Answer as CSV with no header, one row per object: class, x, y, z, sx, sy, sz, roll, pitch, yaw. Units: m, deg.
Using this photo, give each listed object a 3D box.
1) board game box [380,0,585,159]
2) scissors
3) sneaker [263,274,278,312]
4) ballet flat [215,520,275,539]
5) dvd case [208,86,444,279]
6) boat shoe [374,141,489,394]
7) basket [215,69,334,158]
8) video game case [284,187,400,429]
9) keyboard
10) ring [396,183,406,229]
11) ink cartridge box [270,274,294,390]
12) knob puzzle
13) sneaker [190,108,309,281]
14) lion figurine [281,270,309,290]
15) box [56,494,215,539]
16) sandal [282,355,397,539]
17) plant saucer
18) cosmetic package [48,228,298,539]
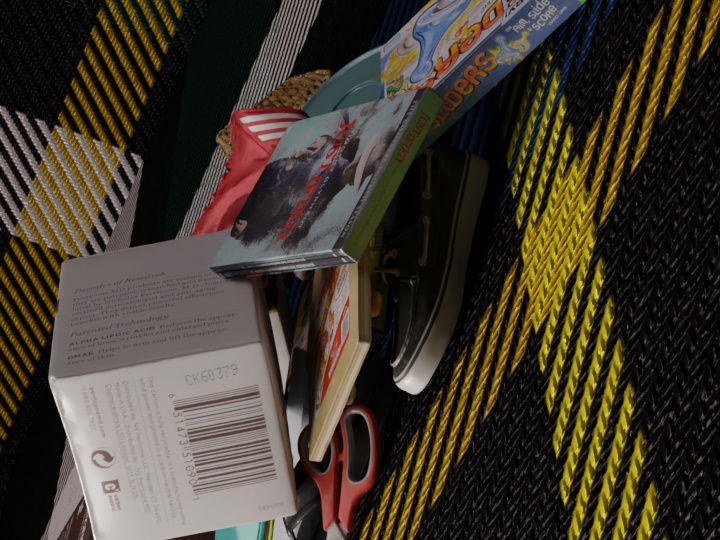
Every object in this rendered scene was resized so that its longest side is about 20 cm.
board game box,0.093,-0.189,1.359,0.200,0.034,0.136,-42,27,27
scissors,-0.013,0.203,1.379,0.073,0.014,0.201,-12,69,24
sneaker,-0.124,-0.015,1.665,0.082,0.078,0.200,-20,23,11
ballet flat,-0.089,0.188,1.584,0.067,0.067,0.201,-12,77,41
dvd case,-0.029,-0.062,1.342,0.200,0.022,0.146,-4,53,57
boat shoe,0.044,-0.005,1.356,0.071,0.064,0.200,137,149,-62
basket,-0.046,-0.113,1.859,0.143,0.149,0.200,-37,14,-3
video game case,-0.019,0.038,1.550,0.200,0.025,0.181,123,160,-46
keyboard,-0.055,0.167,1.508,0.056,0.011,0.201,-157,73,-69
ring,0.000,0.000,1.616,0.200,0.019,0.201,-162,90,-76
ink cartridge box,-0.100,0.067,1.711,0.200,0.067,0.117,-99,-3,-62
knob puzzle,-0.009,0.019,1.370,0.220,0.030,0.220,-174,90,-79
sneaker,-0.102,-0.062,1.552,0.200,0.078,0.116,-36,52,20
lion figurine,-0.034,-0.065,1.630,0.123,0.072,0.200,-50,19,18
box,-0.206,0.308,1.686,0.200,0.164,0.166,125,159,-47
sandal,-0.028,0.160,1.444,0.075,0.048,0.201,-141,72,-75
plant saucer,0.001,-0.138,1.581,0.200,0.027,0.200,-30,32,21
cosmetic package,-0.148,0.090,1.438,0.200,0.165,0.165,-104,3,-63
